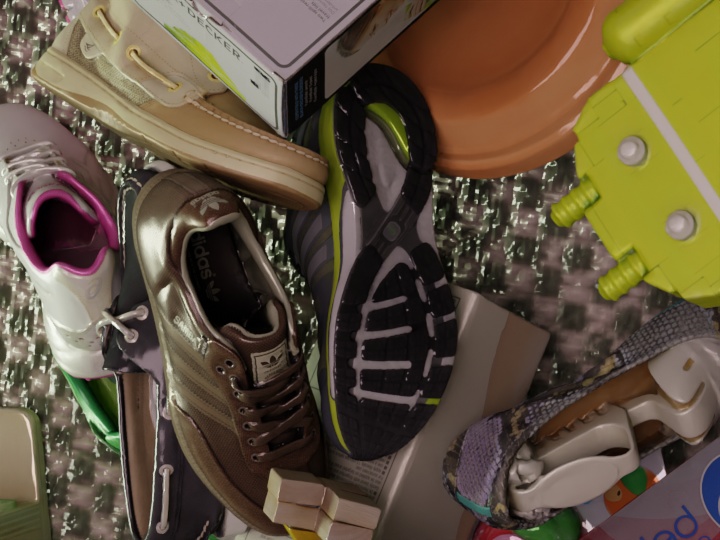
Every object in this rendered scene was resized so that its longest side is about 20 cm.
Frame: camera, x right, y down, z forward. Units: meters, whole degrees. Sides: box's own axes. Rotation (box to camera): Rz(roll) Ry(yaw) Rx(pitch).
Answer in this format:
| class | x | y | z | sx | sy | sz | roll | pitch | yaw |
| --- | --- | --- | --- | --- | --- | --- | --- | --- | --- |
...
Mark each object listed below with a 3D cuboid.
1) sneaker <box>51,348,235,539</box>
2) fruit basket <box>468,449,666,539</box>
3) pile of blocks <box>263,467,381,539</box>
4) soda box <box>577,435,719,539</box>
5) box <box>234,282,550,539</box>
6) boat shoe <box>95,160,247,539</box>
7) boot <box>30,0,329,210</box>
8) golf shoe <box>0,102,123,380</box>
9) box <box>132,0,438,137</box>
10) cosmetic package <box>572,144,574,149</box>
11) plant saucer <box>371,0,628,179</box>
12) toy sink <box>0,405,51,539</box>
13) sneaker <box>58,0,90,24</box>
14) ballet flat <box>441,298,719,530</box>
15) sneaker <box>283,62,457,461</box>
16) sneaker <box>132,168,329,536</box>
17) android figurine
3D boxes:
| class | x | y | z | sx | sy | sz | roll | pitch | yaw |
| --- | --- | --- | --- | --- | --- | --- | --- | --- | --- |
| sneaker | -0.102 | 0.099 | 1.522 | 0.200 | 0.084 | 0.074 | 43 | 105 | 11 |
| fruit basket | 0.088 | 0.185 | 1.458 | 0.184 | 0.094 | 0.201 | -16 | 84 | 21 |
| pile of blocks | 0.013 | 0.186 | 1.360 | 0.082 | 0.062 | 0.200 | -40 | 107 | -6 |
| soda box | 0.159 | 0.139 | 1.386 | 0.200 | 0.070 | 0.064 | -34 | 81 | -21 |
| box | 0.011 | 0.102 | 1.449 | 0.095 | 0.078 | 0.201 | 21 | 86 | 40 |
| boat shoe | -0.104 | 0.046 | 1.417 | 0.060 | 0.074 | 0.201 | -13 | 104 | -23 |
| boot | -0.065 | -0.126 | 1.411 | 0.200 | 0.073 | 0.156 | 28 | 87 | 41 |
| golf shoe | -0.164 | -0.036 | 1.502 | 0.075 | 0.092 | 0.200 | -24 | 51 | -10 |
| box | -0.008 | -0.175 | 1.360 | 0.117 | 0.060 | 0.200 | 41 | 71 | 16 |
| cosmetic package | 0.203 | -0.114 | 1.410 | 0.102 | 0.074 | 0.200 | 45 | 107 | 12 |
| plant saucer | 0.069 | -0.148 | 1.433 | 0.199 | 0.037 | 0.201 | -12 | 70 | 34 |
| toy sink | -0.253 | 0.184 | 1.565 | 0.130 | 0.112 | 0.201 | -3 | 92 | 19 |
| sneaker | -0.123 | -0.187 | 1.514 | 0.088 | 0.081 | 0.201 | -25 | 86 | 20 |
| ballet flat | 0.139 | 0.076 | 1.406 | 0.200 | 0.072 | 0.072 | -29 | 83 | -11 |
| sneaker | 0.000 | 0.000 | 1.411 | 0.081 | 0.074 | 0.201 | -26 | 59 | 59 |
| sneaker | -0.059 | 0.048 | 1.355 | 0.070 | 0.075 | 0.201 | -27 | 109 | -17 |
| android figurine | 0.183 | -0.065 | 1.329 | 0.200 | 0.041 | 0.183 | -35 | 68 | 15 |
